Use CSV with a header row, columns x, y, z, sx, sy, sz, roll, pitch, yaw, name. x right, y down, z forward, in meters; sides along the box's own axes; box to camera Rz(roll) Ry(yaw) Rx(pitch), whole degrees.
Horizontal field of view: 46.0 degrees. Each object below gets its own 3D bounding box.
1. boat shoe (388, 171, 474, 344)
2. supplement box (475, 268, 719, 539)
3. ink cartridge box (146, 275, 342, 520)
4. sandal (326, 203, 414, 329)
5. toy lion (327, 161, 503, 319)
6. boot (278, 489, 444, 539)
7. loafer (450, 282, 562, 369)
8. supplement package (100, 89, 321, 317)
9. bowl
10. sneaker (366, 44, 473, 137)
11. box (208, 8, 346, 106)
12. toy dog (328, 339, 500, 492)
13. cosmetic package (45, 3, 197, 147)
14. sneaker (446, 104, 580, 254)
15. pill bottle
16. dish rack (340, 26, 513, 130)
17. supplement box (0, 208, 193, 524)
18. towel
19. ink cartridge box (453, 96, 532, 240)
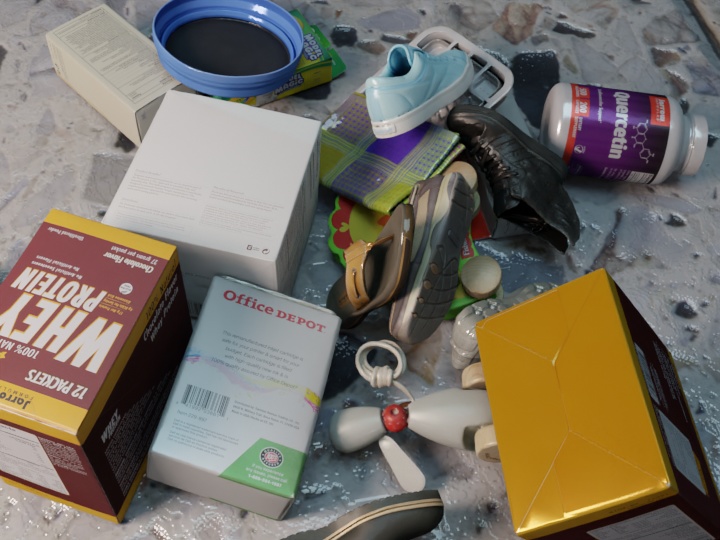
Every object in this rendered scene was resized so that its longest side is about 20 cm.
x,y,z,sx,sy,sz,roll,pitch,yaw,name
0.066,-0.014,0.921,0.072,0.075,0.203,4,60,34,boat shoe
0.221,0.147,0.775,0.131,0.199,0.201,-25,51,25,supplement box
-0.113,0.124,0.853,0.142,0.088,0.203,18,57,-6,ink cartridge box
0.000,0.000,0.892,0.054,0.200,0.083,12,61,-24,sandal
0.057,-0.033,0.995,0.188,0.069,0.204,-14,62,6,toy lion
0.004,0.296,0.771,0.197,0.078,0.140,-23,62,-3,boot
0.179,0.063,0.944,0.196,0.071,0.070,-9,41,-30,loafer
-0.156,-0.065,0.959,0.187,0.148,0.203,12,55,4,supplement package
-0.172,-0.298,1.115,0.196,0.040,0.203,6,47,-7,bowl
0.073,-0.235,1.005,0.073,0.083,0.200,1,33,34,sneaker
-0.127,-0.294,1.185,0.197,0.049,0.118,-23,59,-20,box
0.076,0.160,0.870,0.196,0.097,0.134,9,56,21,toy dog
-0.316,-0.261,1.132,0.103,0.074,0.199,-37,65,-27,cosmetic package
0.178,-0.109,1.005,0.197,0.060,0.105,29,61,-5,sneaker
0.333,-0.173,1.087,0.195,0.113,0.114,7,54,2,pill bottle
0.086,-0.216,1.111,0.199,0.044,0.172,-41,57,-8,dish rack
-0.261,0.094,0.809,0.130,0.202,0.200,16,55,7,supplement box
0.014,-0.146,1.037,0.144,0.023,0.199,-44,48,-15,towel
0.145,-0.131,1.090,0.170,0.044,0.203,-8,56,-11,ink cartridge box
